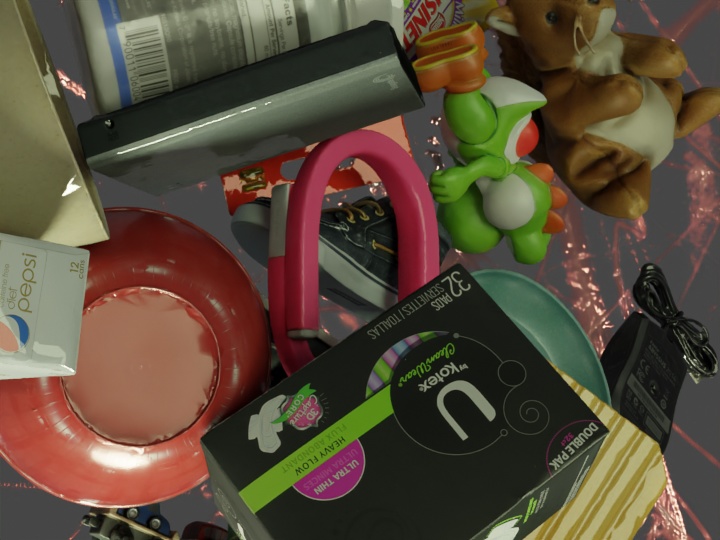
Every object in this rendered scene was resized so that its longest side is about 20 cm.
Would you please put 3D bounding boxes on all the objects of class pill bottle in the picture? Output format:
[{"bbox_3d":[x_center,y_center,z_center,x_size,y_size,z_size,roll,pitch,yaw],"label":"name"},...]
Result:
[{"bbox_3d":[-0.087,-0.168,0.862,0.200,0.114,0.114,-15,97,-14],"label":"pill bottle"}]

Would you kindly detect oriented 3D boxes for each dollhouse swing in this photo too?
[{"bbox_3d":[0.139,0.185,0.937,0.200,0.182,0.176,37,96,-12],"label":"dollhouse swing"}]

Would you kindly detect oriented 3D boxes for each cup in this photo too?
[{"bbox_3d":[-0.245,-0.089,0.754,0.143,0.200,0.201,-20,101,-8],"label":"cup"}]

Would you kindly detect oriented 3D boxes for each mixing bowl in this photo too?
[{"bbox_3d":[-0.142,0.058,0.817,0.200,0.108,0.201,0,90,-16],"label":"mixing bowl"}]

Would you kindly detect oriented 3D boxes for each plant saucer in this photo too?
[{"bbox_3d":[0.125,0.097,1.080,0.200,0.036,0.200,20,56,-32],"label":"plant saucer"}]

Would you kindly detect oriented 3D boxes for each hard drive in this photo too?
[{"bbox_3d":[-0.063,-0.101,0.841,0.140,0.200,0.033,25,48,-80],"label":"hard drive"}]

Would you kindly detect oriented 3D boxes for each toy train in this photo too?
[{"bbox_3d":[-0.107,0.201,0.923,0.200,0.034,0.046,32,65,-33],"label":"toy train"}]

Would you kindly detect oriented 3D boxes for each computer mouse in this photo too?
[{"bbox_3d":[0.258,0.103,1.209,0.139,0.053,0.200,53,46,-20],"label":"computer mouse"}]

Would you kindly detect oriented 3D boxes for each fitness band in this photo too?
[{"bbox_3d":[0.000,0.000,0.926,0.143,0.037,0.200,9,79,-43],"label":"fitness band"}]

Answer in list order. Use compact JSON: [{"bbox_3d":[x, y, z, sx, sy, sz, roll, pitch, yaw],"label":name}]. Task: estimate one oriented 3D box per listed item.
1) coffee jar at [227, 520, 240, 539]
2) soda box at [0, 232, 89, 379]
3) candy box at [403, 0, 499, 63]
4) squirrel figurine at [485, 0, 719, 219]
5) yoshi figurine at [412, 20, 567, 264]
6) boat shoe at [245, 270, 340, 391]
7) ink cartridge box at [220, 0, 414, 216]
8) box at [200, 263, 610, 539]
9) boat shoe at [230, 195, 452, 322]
[{"bbox_3d":[-0.044,0.192,0.906,0.104,0.085,0.200,24,53,-40],"label":"coffee jar"},{"bbox_3d":[-0.226,0.025,0.734,0.064,0.200,0.068,13,77,-37],"label":"soda box"},{"bbox_3d":[0.030,-0.200,1.060,0.200,0.026,0.102,-43,114,-31],"label":"candy box"},{"bbox_3d":[0.167,-0.162,1.068,0.142,0.200,0.187,-47,115,-13],"label":"squirrel figurine"},{"bbox_3d":[0.085,-0.087,1.044,0.112,0.112,0.200,-35,117,-20],"label":"yoshi figurine"},{"bbox_3d":[-0.076,0.051,0.937,0.200,0.076,0.060,37,65,-17],"label":"boat shoe"},{"bbox_3d":[-0.041,-0.154,0.963,0.160,0.047,0.200,-14,95,-21],"label":"ink cartridge box"},{"bbox_3d":[0.024,0.124,0.814,0.200,0.124,0.149,-34,68,-18],"label":"box"},{"bbox_3d":[-0.011,-0.027,0.993,0.200,0.071,0.091,33,69,-40],"label":"boat shoe"}]
